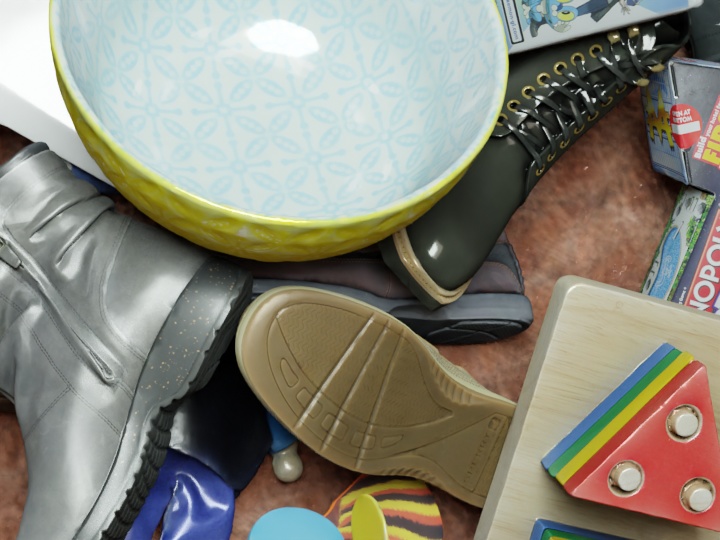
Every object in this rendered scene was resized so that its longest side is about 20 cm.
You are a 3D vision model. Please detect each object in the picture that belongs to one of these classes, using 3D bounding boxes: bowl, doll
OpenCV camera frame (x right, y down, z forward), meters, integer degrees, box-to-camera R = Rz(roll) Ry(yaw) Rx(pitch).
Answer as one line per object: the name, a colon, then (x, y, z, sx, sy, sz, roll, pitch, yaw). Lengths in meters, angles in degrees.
bowl: (-0.042, -0.076, 0.676, 0.199, 0.108, 0.201, 6, 57, -9)
doll: (-0.092, 0.086, 0.739, 0.136, 0.048, 0.200, 28, 67, -23)

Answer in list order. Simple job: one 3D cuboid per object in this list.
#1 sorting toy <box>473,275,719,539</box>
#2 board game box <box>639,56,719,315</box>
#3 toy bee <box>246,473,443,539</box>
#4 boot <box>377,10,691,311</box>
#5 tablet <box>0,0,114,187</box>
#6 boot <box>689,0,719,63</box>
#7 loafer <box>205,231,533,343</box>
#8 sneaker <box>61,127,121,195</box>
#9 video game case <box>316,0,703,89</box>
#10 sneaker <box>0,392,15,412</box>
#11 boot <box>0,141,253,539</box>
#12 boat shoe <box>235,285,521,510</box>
sorting toy: (0.167, 0.126, 0.720, 0.199, 0.070, 0.199, 15, 99, -13)
board game box: (0.225, -0.033, 0.807, 0.199, 0.062, 0.200, 20, 98, -12)
toy bee: (-0.020, 0.173, 0.691, 0.200, 0.131, 0.109, -39, 62, -23)
boot: (0.090, -0.077, 0.732, 0.077, 0.138, 0.200, 47, 41, -26)
tablet: (-0.114, -0.110, 0.741, 0.200, 0.014, 0.130, 29, 79, -4)
boot: (0.264, -0.181, 0.876, 0.203, 0.073, 0.154, -28, 87, -14)
loafer: (0.000, 0.000, 0.760, 0.200, 0.072, 0.063, 6, 69, -33)
sneaker: (-0.071, -0.109, 0.796, 0.115, 0.081, 0.200, 24, 78, -8)
video game case: (0.053, -0.202, 0.709, 0.182, 0.022, 0.201, -12, 97, 16)
sneaker: (-0.236, 0.022, 0.718, 0.199, 0.076, 0.071, 8, 73, -10)
boot: (-0.147, 0.055, 0.667, 0.131, 0.070, 0.200, 28, 82, 4)
boat shoe: (0.010, 0.061, 0.722, 0.200, 0.064, 0.071, 33, 88, -36)
